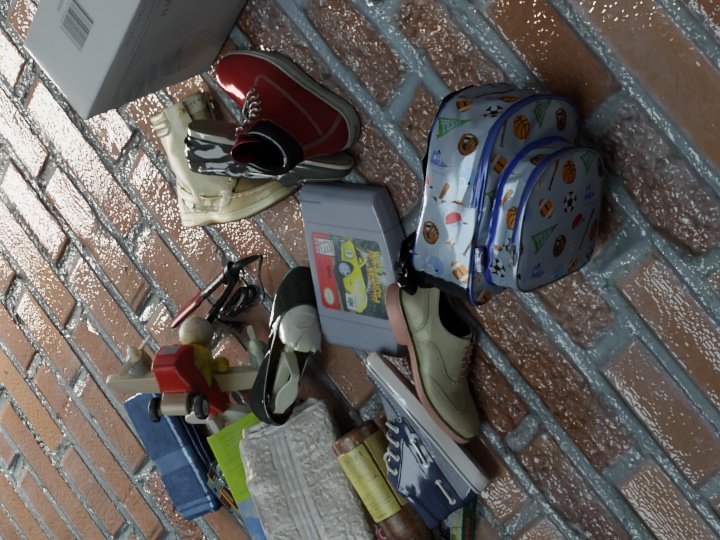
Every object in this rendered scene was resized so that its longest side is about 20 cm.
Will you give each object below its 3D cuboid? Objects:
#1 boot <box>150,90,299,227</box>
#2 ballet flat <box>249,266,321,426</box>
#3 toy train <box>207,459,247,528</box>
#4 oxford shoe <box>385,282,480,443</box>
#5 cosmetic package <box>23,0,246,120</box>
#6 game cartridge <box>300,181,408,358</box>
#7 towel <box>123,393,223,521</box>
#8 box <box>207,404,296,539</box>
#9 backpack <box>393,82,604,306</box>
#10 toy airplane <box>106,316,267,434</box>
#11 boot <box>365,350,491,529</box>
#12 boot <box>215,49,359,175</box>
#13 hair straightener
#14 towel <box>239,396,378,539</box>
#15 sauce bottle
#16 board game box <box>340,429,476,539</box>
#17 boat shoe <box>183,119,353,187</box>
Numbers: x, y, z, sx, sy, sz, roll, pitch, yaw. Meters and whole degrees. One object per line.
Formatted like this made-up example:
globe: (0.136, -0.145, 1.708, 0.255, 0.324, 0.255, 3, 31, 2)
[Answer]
boot: (-0.166, -0.138, 1.614, 0.199, 0.072, 0.157, -6, 105, 49)
ballet flat: (-0.079, 0.097, 1.624, 0.068, 0.067, 0.202, 45, 125, 57)
toy train: (-0.125, 0.310, 1.805, 0.200, 0.085, 0.114, 46, 148, 14)
oxford shoe: (0.095, 0.099, 1.483, 0.073, 0.071, 0.201, -17, 110, 24)
cosmetic package: (-0.235, -0.297, 1.498, 0.123, 0.199, 0.200, 49, 137, 10)
game cartridge: (0.000, 0.000, 1.548, 0.132, 0.041, 0.202, 7, 115, 38)
towel: (-0.258, 0.254, 1.923, 0.111, 0.048, 0.201, -25, 93, 48)
box: (-0.099, 0.272, 1.706, 0.121, 0.048, 0.201, -31, 72, 12)
backpack: (0.136, -0.076, 1.271, 0.153, 0.199, 0.193, 10, 111, 35)
toy airplane: (-0.203, 0.131, 1.735, 0.199, 0.198, 0.143, -24, 64, 57)
boot: (0.051, 0.193, 1.534, 0.090, 0.073, 0.200, -40, 86, 5)
boot: (-0.118, -0.175, 1.491, 0.199, 0.144, 0.073, 33, 132, 29)
hair straightener: (-0.169, 0.041, 1.743, 0.077, 0.041, 0.200, 40, 132, -8)
towel: (-0.066, 0.266, 1.652, 0.132, 0.034, 0.202, -26, 72, 14)
sauce bottle: (0.040, 0.274, 1.587, 0.066, 0.066, 0.201, -34, 83, 48)
board game box: (0.051, 0.293, 1.656, 0.199, 0.029, 0.136, 23, 124, 35)
boat shoe: (-0.104, -0.123, 1.531, 0.198, 0.067, 0.057, 13, 119, 11)
